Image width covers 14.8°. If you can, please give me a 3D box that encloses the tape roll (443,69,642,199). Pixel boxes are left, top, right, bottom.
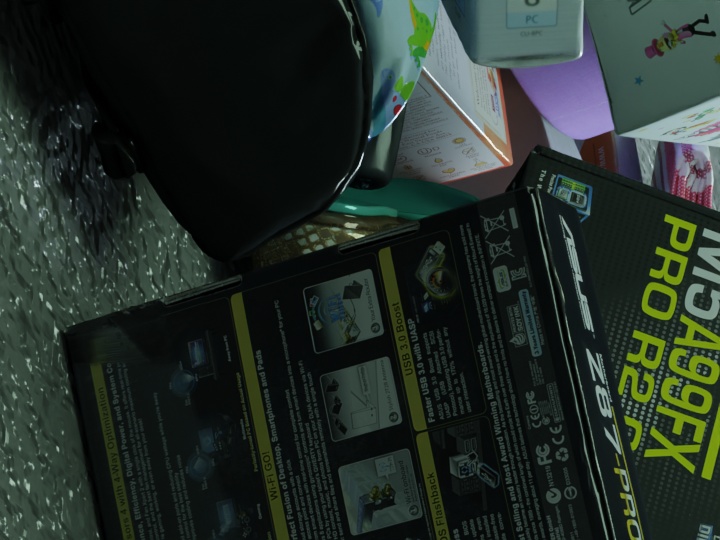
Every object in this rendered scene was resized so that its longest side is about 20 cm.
[{"bbox_3d":[0.079,-0.078,1.356,0.200,0.066,0.201,-17,90,-72],"label":"tape roll"}]

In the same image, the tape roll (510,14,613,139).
[{"bbox_3d":[0.100,-0.165,1.282,0.200,0.065,0.201,52,29,-44],"label":"tape roll"}]

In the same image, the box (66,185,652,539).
[{"bbox_3d":[0.007,0.093,0.826,0.049,0.160,0.201,19,56,-68],"label":"box"}]

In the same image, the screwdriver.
[{"bbox_3d":[0.011,-0.128,1.056,0.029,0.028,0.201,115,-18,-78],"label":"screwdriver"}]

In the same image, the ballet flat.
[{"bbox_3d":[0.000,0.000,1.076,0.200,0.070,0.066,-8,109,-70],"label":"ballet flat"}]

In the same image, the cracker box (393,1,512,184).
[{"bbox_3d":[-0.001,-0.132,1.167,0.200,0.057,0.135,43,37,-60],"label":"cracker box"}]

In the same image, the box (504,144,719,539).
[{"bbox_3d":[0.109,0.069,1.077,0.044,0.159,0.201,117,-8,-66],"label":"box"}]

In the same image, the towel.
[{"bbox_3d":[0.158,0.011,1.419,0.146,0.030,0.201,-80,178,-70],"label":"towel"}]

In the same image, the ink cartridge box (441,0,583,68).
[{"bbox_3d":[0.048,-0.196,1.028,0.160,0.047,0.201,-107,-166,-64],"label":"ink cartridge box"}]

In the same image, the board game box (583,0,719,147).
[{"bbox_3d":[0.143,-0.133,1.187,0.200,0.064,0.148,-5,78,-68],"label":"board game box"}]

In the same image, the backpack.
[{"bbox_3d":[-0.038,-0.122,0.945,0.164,0.153,0.200,63,2,-19],"label":"backpack"}]
